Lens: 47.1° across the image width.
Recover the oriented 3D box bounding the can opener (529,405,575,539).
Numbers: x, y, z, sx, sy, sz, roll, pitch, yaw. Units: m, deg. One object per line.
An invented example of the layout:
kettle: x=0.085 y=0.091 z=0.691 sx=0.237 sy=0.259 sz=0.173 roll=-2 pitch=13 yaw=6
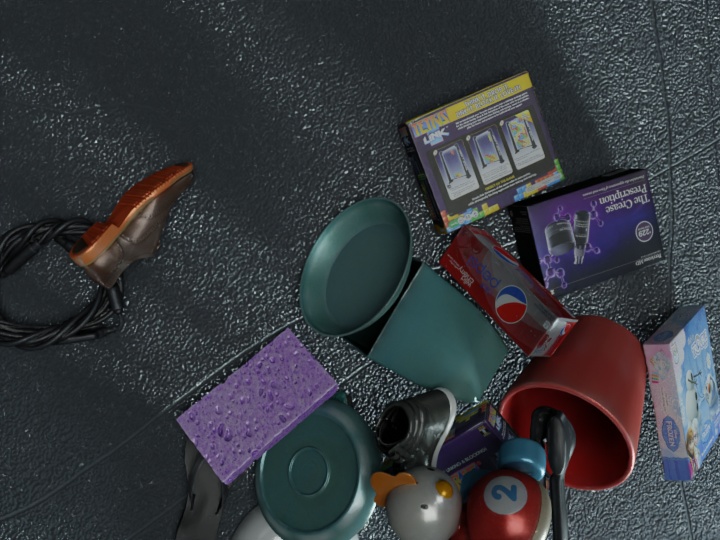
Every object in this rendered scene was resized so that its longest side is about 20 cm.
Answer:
can opener: x=0.242 y=0.276 z=1.069 sx=0.062 sy=0.078 sz=0.205 roll=6 pitch=98 yaw=28

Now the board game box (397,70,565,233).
board game box: x=0.173 y=-0.168 z=1.184 sx=0.197 sy=0.057 sz=0.168 roll=-23 pitch=97 yaw=-10

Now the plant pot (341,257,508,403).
plant pot: x=0.097 y=0.089 z=1.148 sx=0.198 sy=0.141 sz=0.143 roll=33 pitch=87 yaw=-21

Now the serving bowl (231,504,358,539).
serving bowl: x=-0.090 y=0.422 z=1.168 sx=0.196 sy=0.066 sz=0.205 roll=-1 pitch=95 yaw=-12

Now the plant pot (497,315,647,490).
plant pot: x=0.311 y=0.174 z=1.163 sx=0.201 sy=0.199 sz=0.178 roll=48 pitch=49 yaw=-12

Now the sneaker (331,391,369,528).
sneaker: x=-0.024 y=0.277 z=1.168 sx=0.090 sy=0.077 sz=0.205 roll=15 pitch=72 yaw=-43

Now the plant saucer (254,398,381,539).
plant saucer: x=-0.065 y=0.273 z=1.115 sx=0.196 sy=0.027 sz=0.205 roll=-8 pitch=73 yaw=25

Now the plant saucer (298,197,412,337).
plant saucer: x=0.000 y=0.000 z=1.102 sx=0.036 sy=0.199 sz=0.202 roll=32 pitch=87 yaw=-40

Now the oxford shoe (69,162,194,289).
oxford shoe: x=-0.285 y=-0.063 z=1.082 sx=0.200 sy=0.071 sz=0.073 roll=-46 pitch=122 yaw=-19

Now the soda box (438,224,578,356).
soda box: x=0.199 y=0.027 z=1.132 sx=0.063 sy=0.201 sz=0.071 roll=8 pitch=124 yaw=-48

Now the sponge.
sponge: x=-0.138 y=0.181 z=1.118 sx=0.199 sy=0.030 sz=0.112 roll=-39 pitch=68 yaw=-13

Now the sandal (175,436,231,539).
sandal: x=-0.211 y=0.302 z=1.141 sx=0.074 sy=0.043 sz=0.205 roll=6 pitch=93 yaw=-12

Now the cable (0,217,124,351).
cable: x=-0.408 y=0.017 z=1.070 sx=0.196 sy=0.051 sz=0.167 roll=-6 pitch=96 yaw=-12

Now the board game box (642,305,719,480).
board game box: x=0.485 y=0.176 z=1.230 sx=0.199 sy=0.043 sz=0.203 roll=-23 pitch=102 yaw=-52

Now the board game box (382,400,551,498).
board game box: x=0.149 y=0.300 z=1.160 sx=0.199 sy=0.057 sz=0.166 roll=-36 pitch=103 yaw=26

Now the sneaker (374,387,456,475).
sneaker: x=0.051 y=0.246 z=1.072 sx=0.098 sy=0.070 sz=0.204 roll=4 pitch=108 yaw=-40

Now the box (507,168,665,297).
box: x=0.333 y=-0.055 z=1.220 sx=0.196 sy=0.079 sz=0.144 roll=-18 pitch=101 yaw=-11

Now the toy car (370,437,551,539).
toy car: x=0.107 y=0.285 z=0.989 sx=0.197 sy=0.178 sz=0.186 roll=26 pitch=44 yaw=-11
